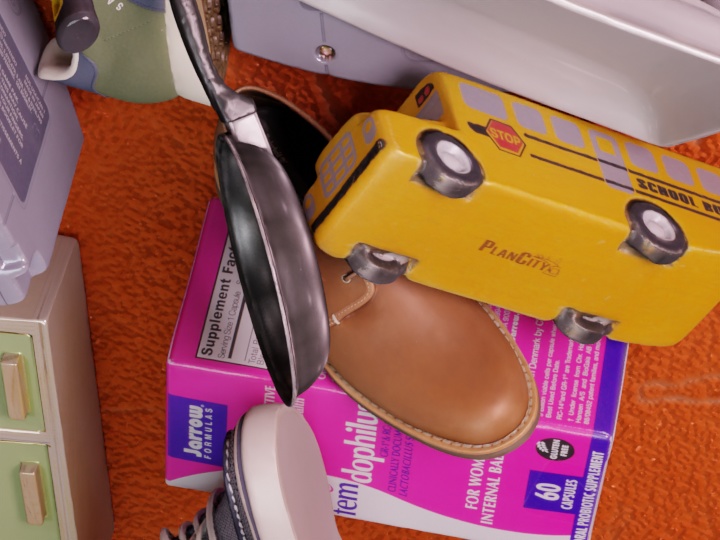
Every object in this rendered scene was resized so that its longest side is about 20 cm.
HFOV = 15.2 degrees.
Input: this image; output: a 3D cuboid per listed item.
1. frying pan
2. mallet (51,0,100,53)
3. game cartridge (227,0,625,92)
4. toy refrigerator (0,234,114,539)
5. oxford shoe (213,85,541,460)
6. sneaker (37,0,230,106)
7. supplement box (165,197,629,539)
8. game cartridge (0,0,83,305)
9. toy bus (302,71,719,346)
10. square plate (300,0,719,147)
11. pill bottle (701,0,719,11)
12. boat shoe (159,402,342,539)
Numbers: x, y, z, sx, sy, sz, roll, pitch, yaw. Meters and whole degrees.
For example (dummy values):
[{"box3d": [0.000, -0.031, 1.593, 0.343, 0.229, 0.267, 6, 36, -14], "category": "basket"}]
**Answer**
[{"box3d": [-0.047, -0.037, 1.108, 0.031, 0.190, 0.115, -14, 167, -9], "category": "frying pan"}, {"box3d": [-0.119, -0.165, 1.029, 0.041, 0.200, 0.066, 9, 126, -28], "category": "mallet"}, {"box3d": [0.041, -0.135, 1.121, 0.200, 0.040, 0.133, 3, 127, 9], "category": "game cartridge"}, {"box3d": [-0.172, 0.078, 1.324, 0.076, 0.070, 0.200, 5, 130, 8], "category": "toy refrigerator"}, {"box3d": [0.000, 0.000, 1.151, 0.200, 0.071, 0.071, 47, 167, 20], "category": "oxford shoe"}, {"box3d": [-0.109, -0.149, 1.116, 0.090, 0.067, 0.200, 1, 132, 7], "category": "sneaker"}, {"box3d": [0.017, 0.049, 1.232, 0.200, 0.103, 0.101, 10, 142, 5], "category": "supplement box"}, {"box3d": [-0.175, -0.100, 1.128, 0.041, 0.133, 0.200, -10, 127, 19], "category": "game cartridge"}, {"box3d": [0.071, -0.026, 1.136, 0.200, 0.078, 0.065, 17, 131, -30], "category": "toy bus"}, {"box3d": [0.057, -0.102, 1.039, 0.200, 0.028, 0.198, 22, 175, -7], "category": "square plate"}, {"box3d": [0.142, -0.190, 0.987, 0.120, 0.120, 0.200, -9, 123, 18], "category": "pill bottle"}, {"box3d": [-0.058, 0.129, 1.209, 0.093, 0.075, 0.200, -4, 142, 9], "category": "boat shoe"}]
